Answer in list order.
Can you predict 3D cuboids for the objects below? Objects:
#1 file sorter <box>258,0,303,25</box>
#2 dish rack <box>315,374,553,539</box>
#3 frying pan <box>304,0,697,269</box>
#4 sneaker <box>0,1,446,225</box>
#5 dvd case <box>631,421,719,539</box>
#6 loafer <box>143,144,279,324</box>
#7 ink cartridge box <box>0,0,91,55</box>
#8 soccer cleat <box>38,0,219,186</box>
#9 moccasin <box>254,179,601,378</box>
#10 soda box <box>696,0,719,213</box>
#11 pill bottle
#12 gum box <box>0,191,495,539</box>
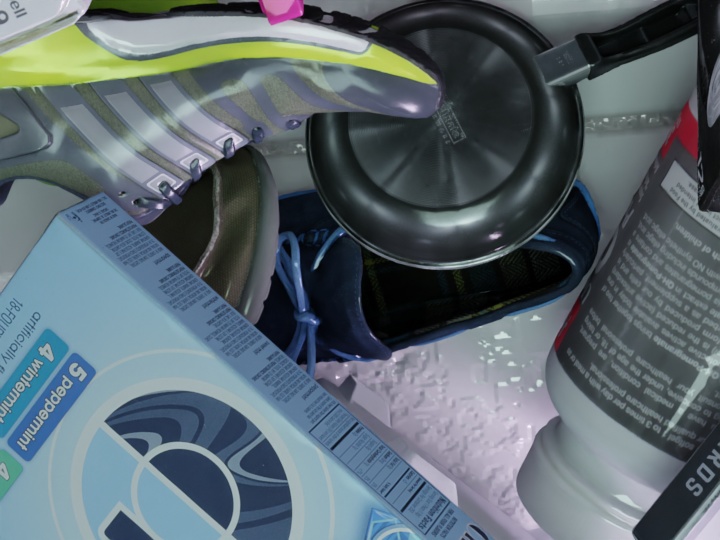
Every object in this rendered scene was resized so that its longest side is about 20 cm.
[{"bbox_3d":[-0.005,-0.216,0.759,0.125,0.139,0.201,-16,112,5],"label":"file sorter"},{"bbox_3d":[0.049,0.115,0.887,0.200,0.172,0.044,37,93,-17],"label":"dish rack"},{"bbox_3d":[0.070,-0.061,0.852,0.189,0.031,0.115,-5,76,7],"label":"frying pan"},{"bbox_3d":[-0.067,-0.059,0.803,0.199,0.074,0.081,-1,101,8],"label":"sneaker"},{"bbox_3d":[0.211,0.076,0.868,0.200,0.025,0.150,25,106,-48],"label":"dvd case"},{"bbox_3d":[-0.100,0.034,0.843,0.070,0.075,0.200,28,94,-26],"label":"loafer"},{"bbox_3d":[-0.146,-0.167,0.749,0.087,0.200,0.146,-22,112,11],"label":"ink cartridge box"},{"bbox_3d":[-0.150,-0.071,0.857,0.199,0.068,0.081,-9,83,5],"label":"soccer cleat"},{"bbox_3d":[0.000,0.000,0.889,0.199,0.068,0.081,-18,113,12],"label":"moccasin"},{"bbox_3d":[0.160,-0.123,0.776,0.070,0.063,0.201,2,76,1],"label":"soda box"},{"bbox_3d":[0.144,0.026,0.873,0.110,0.111,0.200,23,112,-8],"label":"pill bottle"},{"bbox_3d":[-0.075,0.100,0.785,0.200,0.045,0.170,41,112,5],"label":"gum box"}]
